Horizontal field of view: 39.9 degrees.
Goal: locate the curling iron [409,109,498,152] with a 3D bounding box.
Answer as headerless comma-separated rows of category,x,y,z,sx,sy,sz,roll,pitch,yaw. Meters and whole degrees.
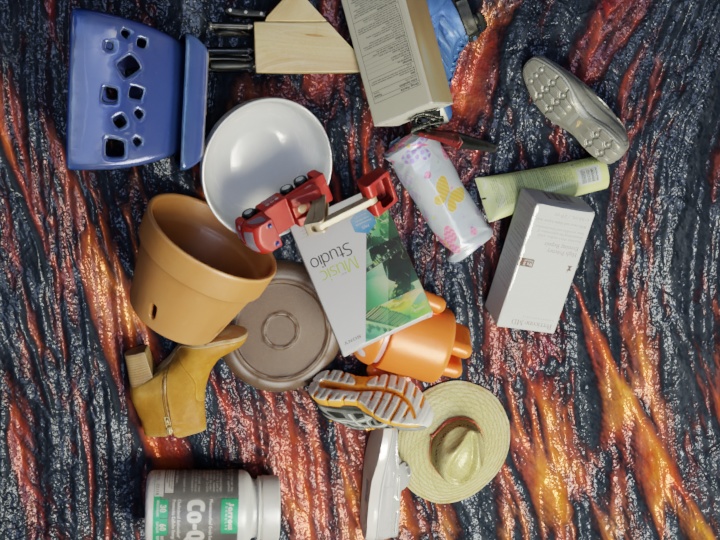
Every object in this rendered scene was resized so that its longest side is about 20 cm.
curling iron,0.140,-0.192,1.425,0.198,0.049,0.026,12,65,-49

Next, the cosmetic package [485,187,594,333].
cosmetic package,0.265,-0.013,1.479,0.099,0.074,0.204,7,113,-14

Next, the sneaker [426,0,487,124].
sneaker,0.136,-0.321,1.432,0.109,0.077,0.205,-12,95,4

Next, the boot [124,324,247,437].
boot,-0.244,0.168,1.465,0.197,0.071,0.147,-13,108,7

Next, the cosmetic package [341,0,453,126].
cosmetic package,0.050,-0.313,1.380,0.104,0.071,0.204,-14,89,34

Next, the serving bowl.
serving bowl,-0.141,-0.152,1.414,0.196,0.066,0.204,-11,116,-24

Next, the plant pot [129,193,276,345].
plant pot,-0.235,0.007,1.388,0.198,0.201,0.141,29,111,-12

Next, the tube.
tube,0.276,-0.129,1.501,0.196,0.058,0.053,-14,113,-6

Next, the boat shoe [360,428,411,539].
boat shoe,0.044,0.323,1.534,0.067,0.072,0.205,3,98,-15

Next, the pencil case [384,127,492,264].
pencil case,0.115,-0.112,1.460,0.082,0.091,0.202,-35,103,-10

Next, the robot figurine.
robot figurine,0.065,0.098,1.475,0.196,0.144,0.119,17,70,-10

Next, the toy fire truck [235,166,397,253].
toy fire truck,-0.063,-0.082,1.359,0.198,0.140,0.049,-34,123,-18

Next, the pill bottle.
pill bottle,-0.219,0.355,1.478,0.195,0.113,0.116,1,100,-8

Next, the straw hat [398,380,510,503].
straw hat,0.152,0.281,1.533,0.196,0.085,0.206,-1,100,-7

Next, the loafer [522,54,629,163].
loafer,0.323,-0.245,1.483,0.200,0.070,0.070,47,132,-3

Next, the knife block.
knife block,-0.120,-0.302,1.407,0.200,0.064,0.176,44,92,-13

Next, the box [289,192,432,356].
box,0.000,0.000,1.407,0.142,0.036,0.203,-24,81,-3

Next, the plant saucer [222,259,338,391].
plant saucer,-0.121,0.087,1.490,0.195,0.032,0.205,-1,99,-9

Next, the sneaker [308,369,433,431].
sneaker,0.020,0.203,1.477,0.196,0.079,0.078,11,137,27

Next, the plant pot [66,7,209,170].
plant pot,-0.297,-0.233,1.329,0.176,0.200,0.205,3,99,-14
